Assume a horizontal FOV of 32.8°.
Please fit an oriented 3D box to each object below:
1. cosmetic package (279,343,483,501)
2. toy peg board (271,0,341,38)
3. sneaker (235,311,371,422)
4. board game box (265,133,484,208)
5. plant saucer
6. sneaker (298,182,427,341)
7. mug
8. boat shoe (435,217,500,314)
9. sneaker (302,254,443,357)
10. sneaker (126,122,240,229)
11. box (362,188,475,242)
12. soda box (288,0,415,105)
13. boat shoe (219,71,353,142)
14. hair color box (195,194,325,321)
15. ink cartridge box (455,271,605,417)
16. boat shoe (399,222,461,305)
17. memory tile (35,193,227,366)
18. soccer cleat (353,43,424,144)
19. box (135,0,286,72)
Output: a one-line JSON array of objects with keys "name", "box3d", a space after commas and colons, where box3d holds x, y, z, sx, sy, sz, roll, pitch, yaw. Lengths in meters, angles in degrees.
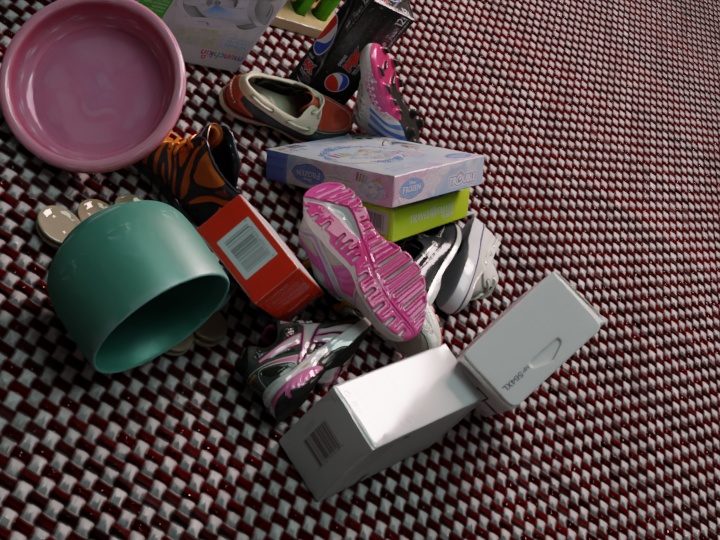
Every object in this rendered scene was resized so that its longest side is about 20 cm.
[{"name": "cosmetic package", "box3d": [0.025, 0.158, 1.295, 0.200, 0.113, 0.081, -15, 64, -48]}, {"name": "toy peg board", "box3d": [-0.112, -0.457, 1.795, 0.200, 0.098, 0.199, 8, 49, -40]}, {"name": "sneaker", "box3d": [-0.061, 0.080, 1.323, 0.086, 0.080, 0.200, 39, 29, 12]}, {"name": "board game box", "box3d": [0.020, -0.130, 1.541, 0.199, 0.043, 0.200, 14, 20, 35]}, {"name": "plant saucer", "box3d": [-0.287, -0.199, 1.324, 0.201, 0.200, 0.051, 49, -8, 8]}, {"name": "sneaker", "box3d": [0.000, 0.000, 1.360, 0.081, 0.088, 0.200, -24, 70, -29]}, {"name": "mug", "box3d": [-0.215, 0.011, 1.165, 0.114, 0.152, 0.185, 53, -7, 15]}, {"name": "boat shoe", "box3d": [0.152, 0.004, 1.614, 0.070, 0.071, 0.200, 35, 30, -8]}, {"name": "sneaker", "box3d": [0.009, 0.045, 1.435, 0.200, 0.078, 0.082, 39, 39, 9]}, {"name": "sneaker", "box3d": [-0.205, -0.143, 1.373, 0.200, 0.112, 0.078, 46, 35, 3]}, {"name": "box", "box3d": [0.050, -0.088, 1.575, 0.122, 0.048, 0.200, 19, 23, 32]}, {"name": "soda box", "box3d": [-0.016, -0.297, 1.637, 0.071, 0.200, 0.063, 19, 41, -30]}, {"name": "boat shoe", "box3d": [-0.085, -0.215, 1.593, 0.200, 0.063, 0.071, 11, 66, -36]}, {"name": "hair color box", "box3d": [-0.102, -0.007, 1.292, 0.102, 0.061, 0.200, 51, 0, 11]}, {"name": "ink cartridge box", "box3d": [0.182, 0.088, 1.406, 0.084, 0.146, 0.200, 47, -9, 5]}, {"name": "boat shoe", "box3d": [0.075, -0.013, 1.547, 0.060, 0.076, 0.200, 41, 34, -13]}, {"name": "memory tile", "box3d": [-0.237, 0.007, 1.273, 0.153, 0.017, 0.200, -17, 67, -50]}, {"name": "soccer cleat", "box3d": [0.020, -0.223, 1.638, 0.200, 0.086, 0.070, 59, 33, -52]}, {"name": "box", "box3d": [-0.209, -0.355, 1.530, 0.200, 0.176, 0.097, 4, 50, -42]}]
